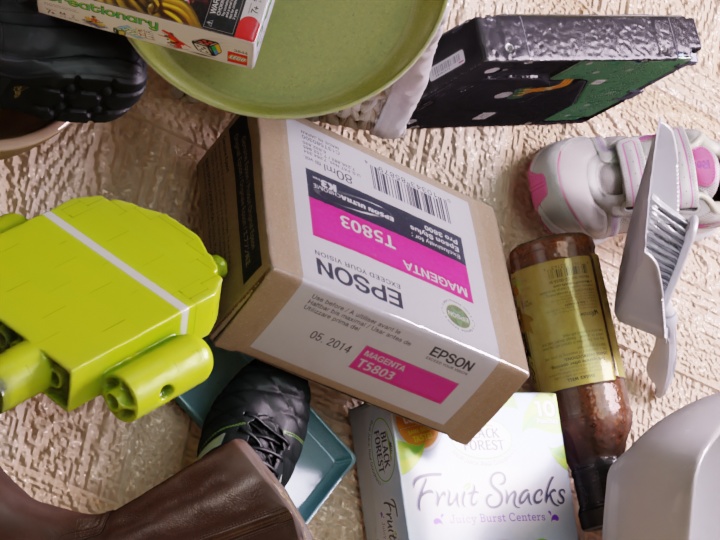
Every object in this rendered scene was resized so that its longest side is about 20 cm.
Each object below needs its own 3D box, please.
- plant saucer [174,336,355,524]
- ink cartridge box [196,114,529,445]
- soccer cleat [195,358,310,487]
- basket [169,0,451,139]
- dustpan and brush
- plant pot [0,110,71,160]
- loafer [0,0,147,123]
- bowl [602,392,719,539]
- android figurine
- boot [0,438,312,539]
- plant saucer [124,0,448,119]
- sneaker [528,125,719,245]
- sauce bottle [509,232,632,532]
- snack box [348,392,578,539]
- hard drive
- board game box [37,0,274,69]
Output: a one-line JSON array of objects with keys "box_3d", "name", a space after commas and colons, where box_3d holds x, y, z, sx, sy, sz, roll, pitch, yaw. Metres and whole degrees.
[{"box_3d": [-0.088, 0.071, 1.539, 0.200, 0.019, 0.070, 49, 53, -13], "name": "plant saucer"}, {"box_3d": [0.000, 0.000, 1.554, 0.199, 0.075, 0.165, 23, 35, -28], "name": "ink cartridge box"}, {"box_3d": [-0.074, 0.135, 1.471, 0.067, 0.081, 0.201, 36, 64, -18], "name": "soccer cleat"}, {"box_3d": [-0.027, -0.217, 1.547, 0.160, 0.198, 0.201, 8, 69, -6], "name": "basket"}, {"box_3d": [0.205, 0.014, 1.688, 0.057, 0.201, 0.140, 12, 44, 1], "name": "dustpan and brush"}, {"box_3d": [-0.254, -0.152, 1.450, 0.200, 0.093, 0.202, 12, 68, -32], "name": "plant pot"}, {"box_3d": [-0.214, -0.129, 1.376, 0.200, 0.068, 0.071, 5, 54, -34], "name": "loafer"}, {"box_3d": [0.216, 0.181, 1.628, 0.200, 0.074, 0.201, -21, 116, -61], "name": "bowl"}, {"box_3d": [-0.164, 0.018, 1.425, 0.182, 0.041, 0.200, 31, 40, 27], "name": "android figurine"}, {"box_3d": [-0.133, 0.126, 1.369, 0.187, 0.199, 0.064, 61, 25, -10], "name": "boot"}, {"box_3d": [-0.048, -0.172, 1.409, 0.199, 0.031, 0.201, 2, 69, -5], "name": "plant saucer"}, {"box_3d": [0.208, -0.067, 1.754, 0.199, 0.088, 0.082, -4, 76, -36], "name": "sneaker"}, {"box_3d": [0.149, 0.077, 1.677, 0.066, 0.066, 0.201, -1, 75, -36], "name": "sauce bottle"}, {"box_3d": [0.075, 0.182, 1.593, 0.142, 0.053, 0.201, 3, 72, -36], "name": "snack box"}, {"box_3d": [0.117, -0.137, 1.681, 0.199, 0.140, 0.038, -4, 76, -36], "name": "hard drive"}, {"box_3d": [-0.093, -0.221, 1.388, 0.126, 0.035, 0.201, 15, 67, 2], "name": "board game box"}]
